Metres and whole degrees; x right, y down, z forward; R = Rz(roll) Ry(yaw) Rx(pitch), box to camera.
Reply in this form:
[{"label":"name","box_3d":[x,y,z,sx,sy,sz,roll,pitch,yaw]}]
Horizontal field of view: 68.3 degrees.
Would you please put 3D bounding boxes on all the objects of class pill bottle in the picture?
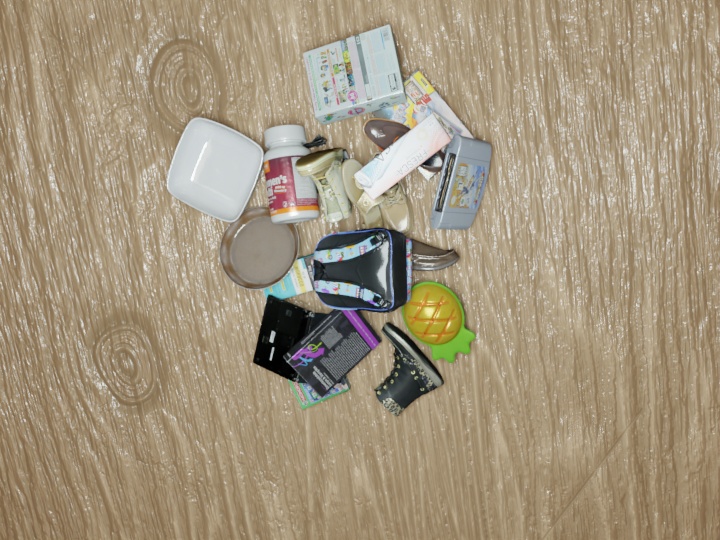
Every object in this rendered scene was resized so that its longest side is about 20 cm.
[{"label":"pill bottle","box_3d":[-0.156,-0.210,1.173,0.109,0.110,0.201,-8,91,7]}]

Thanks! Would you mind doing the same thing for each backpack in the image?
[{"label":"backpack","box_3d":[0.000,0.000,1.160,0.199,0.134,0.184,-2,92,29]}]

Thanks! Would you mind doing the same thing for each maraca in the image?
[{"label":"maraca","box_3d":[0.178,0.119,1.219,0.137,0.107,0.201,-32,95,17]}]

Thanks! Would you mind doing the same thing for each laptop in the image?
[{"label":"laptop","box_3d":[-0.134,0.166,1.269,0.199,0.103,0.178,19,101,22]}]

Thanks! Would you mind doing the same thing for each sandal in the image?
[{"label":"sandal","box_3d":[0.028,-0.150,1.168,0.069,0.078,0.213,13,136,39]}]

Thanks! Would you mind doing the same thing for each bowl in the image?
[{"label":"bowl","box_3d":[-0.327,-0.233,1.230,0.199,0.075,0.201,26,102,1]}]

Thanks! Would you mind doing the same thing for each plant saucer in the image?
[{"label":"plant saucer","box_3d":[-0.234,-0.050,1.244,0.199,0.032,0.202,-3,76,11]}]

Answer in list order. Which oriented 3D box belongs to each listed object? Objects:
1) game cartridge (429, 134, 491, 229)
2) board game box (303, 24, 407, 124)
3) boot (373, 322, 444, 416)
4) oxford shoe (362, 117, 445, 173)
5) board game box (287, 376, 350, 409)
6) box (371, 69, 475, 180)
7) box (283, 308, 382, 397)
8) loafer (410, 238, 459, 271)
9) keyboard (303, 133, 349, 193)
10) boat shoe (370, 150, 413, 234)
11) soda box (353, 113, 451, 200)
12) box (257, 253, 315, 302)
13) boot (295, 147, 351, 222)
[{"label":"game cartridge","box_3d":[0.222,-0.186,1.155,0.041,0.133,0.201,29,113,46]},{"label":"board game box","box_3d":[-0.012,-0.419,1.148,0.199,0.064,0.149,-11,87,13]},{"label":"boot","box_3d":[0.083,0.239,1.263,0.154,0.074,0.204,-41,100,9]},{"label":"oxford shoe","box_3d":[0.095,-0.275,1.140,0.199,0.073,0.072,25,102,2]},{"label":"board game box","box_3d":[-0.126,0.228,1.310,0.134,0.029,0.201,-24,97,10]},{"label":"box","box_3d":[0.139,-0.321,1.183,0.136,0.038,0.200,-40,94,12]},{"label":"box","box_3d":[-0.062,0.180,1.231,0.200,0.036,0.143,-42,121,-11]},{"label":"loafer","box_3d":[0.126,-0.037,1.215,0.198,0.073,0.072,-3,100,6]},{"label":"keyboard","box_3d":[-0.123,-0.240,1.235,0.199,0.021,0.128,-17,98,8]},{"label":"boat shoe","box_3d":[0.066,-0.173,1.203,0.071,0.065,0.201,-21,97,9]},{"label":"soda box","box_3d":[0.085,-0.230,1.079,0.200,0.064,0.069,-37,97,10]},{"label":"box","box_3d":[-0.135,0.010,1.263,0.199,0.049,0.083,-16,98,9]},{"label":"boot","box_3d":[-0.071,-0.177,1.137,0.072,0.200,0.156,-5,107,17]}]
